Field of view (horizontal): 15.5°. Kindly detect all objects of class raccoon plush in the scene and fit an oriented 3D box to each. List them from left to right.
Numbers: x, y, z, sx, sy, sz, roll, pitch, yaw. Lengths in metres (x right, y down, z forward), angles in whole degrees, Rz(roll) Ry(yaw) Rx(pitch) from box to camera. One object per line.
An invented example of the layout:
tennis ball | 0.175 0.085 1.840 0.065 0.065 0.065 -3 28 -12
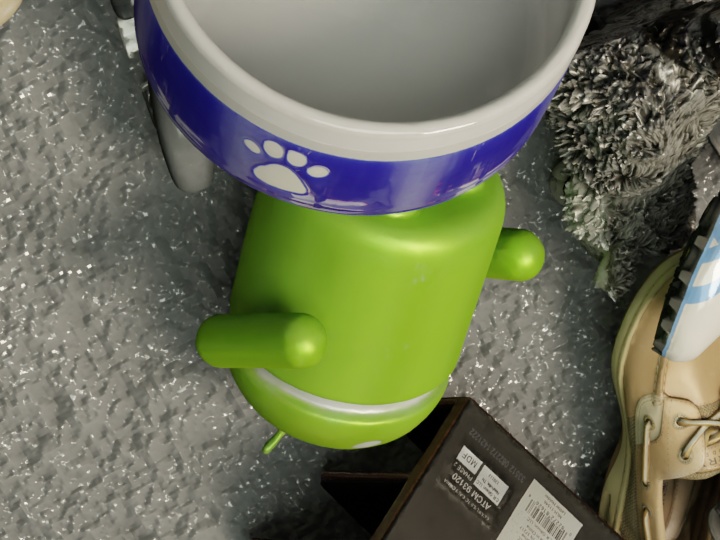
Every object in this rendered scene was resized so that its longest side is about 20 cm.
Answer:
raccoon plush | 0.148 -0.054 1.255 0.097 0.200 0.134 -26 105 -18

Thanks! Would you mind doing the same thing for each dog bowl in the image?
dog bowl | 0.000 -0.128 1.166 0.199 0.201 0.079 -1 154 -12

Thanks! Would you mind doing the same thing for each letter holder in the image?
letter holder | 0.059 0.166 1.379 0.200 0.142 0.101 43 66 -23

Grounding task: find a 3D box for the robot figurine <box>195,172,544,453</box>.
robot figurine | 0.000 0.000 1.266 0.175 0.116 0.200 -23 142 -42

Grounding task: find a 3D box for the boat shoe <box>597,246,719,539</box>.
boat shoe | 0.170 0.078 1.351 0.071 0.065 0.201 -17 131 -25

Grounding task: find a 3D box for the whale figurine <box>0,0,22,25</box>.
whale figurine | -0.230 -0.129 1.149 0.159 0.104 0.200 56 50 -30

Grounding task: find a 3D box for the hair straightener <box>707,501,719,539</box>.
hair straightener | 0.251 0.092 1.382 0.200 0.077 0.041 -36 88 -31

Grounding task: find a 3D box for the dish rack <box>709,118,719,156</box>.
dish rack | 0.293 -0.077 1.350 0.200 0.044 0.172 -35 115 4

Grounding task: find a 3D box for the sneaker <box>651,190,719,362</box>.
sneaker | 0.211 -0.032 1.266 0.072 0.072 0.200 38 81 7

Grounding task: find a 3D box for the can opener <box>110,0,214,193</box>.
can opener | -0.094 -0.137 1.234 0.052 0.066 0.201 -20 110 -2
